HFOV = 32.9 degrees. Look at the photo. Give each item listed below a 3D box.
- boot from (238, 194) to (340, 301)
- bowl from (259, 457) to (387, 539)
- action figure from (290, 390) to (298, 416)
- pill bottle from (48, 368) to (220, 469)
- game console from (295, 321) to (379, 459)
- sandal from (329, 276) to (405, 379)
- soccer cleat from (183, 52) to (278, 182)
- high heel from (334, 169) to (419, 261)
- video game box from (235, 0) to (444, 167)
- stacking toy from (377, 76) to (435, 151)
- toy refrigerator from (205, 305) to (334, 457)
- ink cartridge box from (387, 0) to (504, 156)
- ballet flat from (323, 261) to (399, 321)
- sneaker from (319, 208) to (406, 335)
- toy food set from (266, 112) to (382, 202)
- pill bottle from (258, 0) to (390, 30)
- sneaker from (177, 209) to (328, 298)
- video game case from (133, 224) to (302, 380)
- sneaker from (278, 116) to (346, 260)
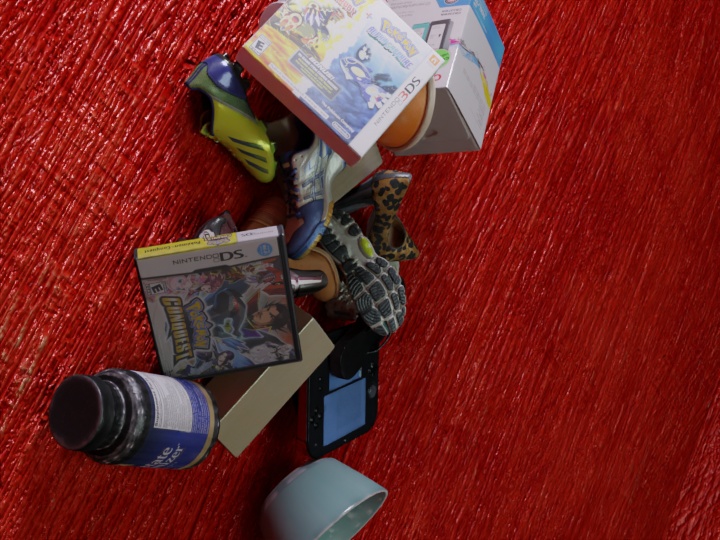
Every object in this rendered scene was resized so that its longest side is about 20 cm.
[{"bbox_3d":[-0.117,0.016,1.662,0.200,0.073,0.155,54,55,-36],"label":"boot"},{"bbox_3d":[-0.068,0.347,1.754,0.200,0.105,0.201,-39,161,-16],"label":"bowl"},{"bbox_3d":[-0.095,0.124,1.738,0.200,0.054,0.119,55,51,-45],"label":"action figure"},{"bbox_3d":[-0.267,0.175,1.443,0.200,0.111,0.113,18,84,-56],"label":"pill bottle"},{"bbox_3d":[-0.028,0.170,1.782,0.200,0.031,0.178,-17,116,-58],"label":"game console"},{"bbox_3d":[0.023,0.087,1.786,0.201,0.043,0.076,-56,140,-38],"label":"sandal"},{"bbox_3d":[-0.166,-0.184,1.552,0.084,0.065,0.201,-37,135,-15],"label":"soccer cleat"},{"bbox_3d":[0.063,-0.076,1.803,0.200,0.142,0.072,32,47,-41],"label":"high heel"},{"bbox_3d":[-0.022,-0.261,1.513,0.200,0.047,0.183,42,67,-6],"label":"video game box"},{"bbox_3d":[-0.015,-0.233,1.584,0.199,0.146,0.147,0,100,-34],"label":"stacking toy"},{"bbox_3d":[-0.134,0.141,1.628,0.200,0.070,0.076,-48,138,-12],"label":"toy refrigerator"},{"bbox_3d":[0.109,-0.293,1.804,0.146,0.146,0.201,54,43,-48],"label":"ink cartridge box"},{"bbox_3d":[0.020,0.019,1.867,0.200,0.071,0.072,-46,134,-41],"label":"ballet flat"},{"bbox_3d":[0.000,0.000,1.751,0.077,0.080,0.201,-29,87,-12],"label":"sneaker"},{"bbox_3d":[-0.054,-0.180,1.719,0.200,0.060,0.144,-43,121,-44],"label":"toy food set"},{"bbox_3d":[-0.047,-0.322,1.630,0.199,0.110,0.112,-14,110,-53],"label":"pill bottle"},{"bbox_3d":[-0.140,-0.021,1.547,0.198,0.076,0.117,-3,79,-19],"label":"sneaker"},{"bbox_3d":[-0.171,0.045,1.494,0.026,0.179,0.201,-106,-172,-53],"label":"video game case"},{"bbox_3d":[-0.079,-0.114,1.608,0.088,0.075,0.202,27,67,-32],"label":"sneaker"}]
